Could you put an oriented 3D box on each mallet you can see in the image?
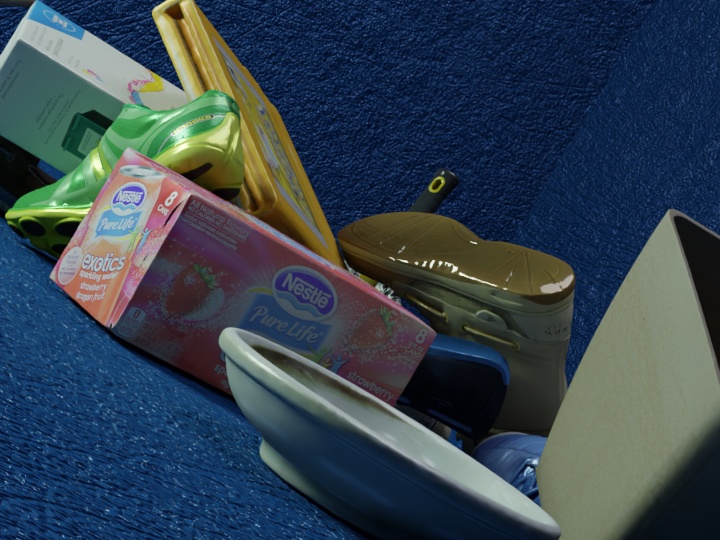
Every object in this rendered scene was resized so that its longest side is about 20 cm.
[{"bbox_3d":[0.000,0.000,1.714,0.066,0.200,0.041,20,-26,25],"label":"mallet"}]

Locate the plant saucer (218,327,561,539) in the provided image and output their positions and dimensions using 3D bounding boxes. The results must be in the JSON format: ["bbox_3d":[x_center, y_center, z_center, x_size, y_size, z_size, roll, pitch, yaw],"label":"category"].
[{"bbox_3d":[0.006,0.099,1.194,0.200,0.050,0.200,31,2,-1],"label":"plant saucer"}]

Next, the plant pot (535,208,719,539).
[{"bbox_3d":[0.209,0.123,1.325,0.200,0.177,0.200,30,26,-20],"label":"plant pot"}]

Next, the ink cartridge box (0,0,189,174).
[{"bbox_3d":[-0.156,-0.093,1.591,0.200,0.067,0.116,31,15,-12],"label":"ink cartridge box"}]

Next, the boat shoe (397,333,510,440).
[{"bbox_3d":[-0.004,0.067,1.562,0.200,0.069,0.084,15,10,15],"label":"boat shoe"}]

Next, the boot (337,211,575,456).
[{"bbox_3d":[0.069,0.048,1.642,0.200,0.156,0.073,18,37,37],"label":"boot"}]

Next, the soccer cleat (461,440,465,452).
[{"bbox_3d":[0.124,0.147,1.654,0.073,0.068,0.200,24,8,-39],"label":"soccer cleat"}]

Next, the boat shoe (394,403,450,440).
[{"bbox_3d":[-0.011,0.069,1.735,0.200,0.072,0.062,43,-7,37],"label":"boat shoe"}]

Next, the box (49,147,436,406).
[{"bbox_3d":[-0.069,0.021,1.401,0.200,0.095,0.103,30,3,-33],"label":"box"}]

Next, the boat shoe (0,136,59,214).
[{"bbox_3d":[-0.258,-0.088,1.636,0.200,0.072,0.072,29,3,-42],"label":"boat shoe"}]

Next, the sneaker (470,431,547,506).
[{"bbox_3d":[0.135,0.151,1.490,0.077,0.076,0.200,35,-3,-43],"label":"sneaker"}]

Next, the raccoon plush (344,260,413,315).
[{"bbox_3d":[-0.038,0.054,1.817,0.200,0.097,0.134,2,18,-3],"label":"raccoon plush"}]

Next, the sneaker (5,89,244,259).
[{"bbox_3d":[-0.143,-0.057,1.492,0.200,0.084,0.074,-20,-45,37],"label":"sneaker"}]

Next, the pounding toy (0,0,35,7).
[{"bbox_3d":[-0.391,-0.220,1.966,0.200,0.142,0.184,30,2,-9],"label":"pounding toy"}]

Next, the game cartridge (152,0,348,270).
[{"bbox_3d":[-0.065,-0.073,1.585,0.176,0.032,0.200,66,9,24],"label":"game cartridge"}]
